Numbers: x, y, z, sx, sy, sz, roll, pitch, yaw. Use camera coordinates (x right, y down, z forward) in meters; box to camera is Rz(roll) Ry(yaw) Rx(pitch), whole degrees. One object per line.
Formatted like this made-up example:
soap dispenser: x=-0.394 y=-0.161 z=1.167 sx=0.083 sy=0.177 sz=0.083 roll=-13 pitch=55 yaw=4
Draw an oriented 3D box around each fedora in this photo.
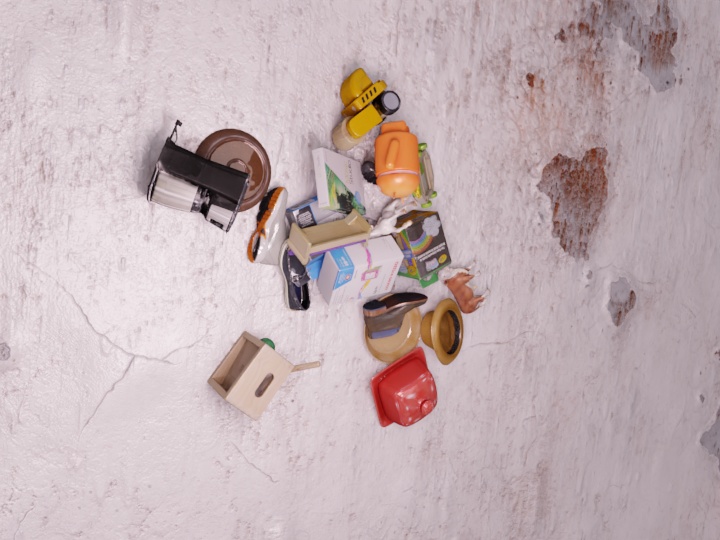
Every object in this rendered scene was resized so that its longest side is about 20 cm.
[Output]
fedora: x=0.232 y=0.178 z=1.785 sx=0.200 sy=0.081 sz=0.204 roll=-4 pitch=96 yaw=-53

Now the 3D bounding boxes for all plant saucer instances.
plant saucer: x=0.087 y=0.164 z=1.742 sx=0.198 sy=0.035 sz=0.203 roll=-4 pitch=98 yaw=-30
plant saucer: x=-0.303 y=-0.240 z=1.468 sx=0.198 sy=0.034 sz=0.203 roll=-5 pitch=100 yaw=-29

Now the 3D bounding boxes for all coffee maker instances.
coffee maker: x=-0.350 y=-0.207 z=1.355 sx=0.198 sy=0.135 sz=0.194 roll=20 pitch=99 yaw=-15

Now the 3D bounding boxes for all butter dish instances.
butter dish: x=0.149 y=0.357 z=1.725 sx=0.199 sy=0.147 sz=0.201 roll=-29 pitch=124 yaw=-24

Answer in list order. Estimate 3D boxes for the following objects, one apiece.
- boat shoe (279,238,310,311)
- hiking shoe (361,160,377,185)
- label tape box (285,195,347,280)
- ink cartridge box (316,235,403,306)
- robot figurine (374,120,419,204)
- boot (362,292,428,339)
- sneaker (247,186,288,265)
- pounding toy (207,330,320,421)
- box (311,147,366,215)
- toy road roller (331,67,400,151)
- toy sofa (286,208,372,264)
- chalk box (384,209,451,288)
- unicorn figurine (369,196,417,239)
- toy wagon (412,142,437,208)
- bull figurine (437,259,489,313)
boat shoe: x=-0.160 y=0.014 z=1.541 sx=0.074 sy=0.062 sz=0.203 roll=-29 pitch=124 yaw=-47
hiking shoe: x=0.079 y=-0.281 z=1.660 sx=0.199 sy=0.075 sz=0.102 roll=10 pitch=83 yaw=-44
label tape box: x=-0.094 y=-0.091 z=1.588 sx=0.142 sy=0.066 sz=0.202 roll=-28 pitch=108 yaw=-24
ink cartridge box: x=0.000 y=0.000 z=1.605 sx=0.198 sy=0.085 sz=0.145 roll=-14 pitch=143 yaw=-28
robot figurine: x=0.092 y=-0.274 z=1.547 sx=0.115 sy=0.144 sz=0.203 roll=0 pitch=83 yaw=-22
boot: x=0.097 y=0.123 z=1.690 sx=0.198 sy=0.075 sz=0.098 roll=-11 pitch=113 yaw=-21
sneaker: x=-0.212 y=-0.108 z=1.522 sx=0.091 sy=0.075 sz=0.202 roll=17 pitch=95 yaw=-39
pounding toy: x=-0.236 y=0.249 z=1.483 sx=0.142 sy=0.183 sz=0.201 roll=43 pitch=76 yaw=-27
box: x=-0.051 y=-0.219 z=1.536 sx=0.199 sy=0.036 sz=0.146 roll=2 pitch=80 yaw=-62
toy road roller: x=-0.009 y=-0.420 z=1.566 sx=0.200 sy=0.123 sz=0.146 roll=-44 pitch=102 yaw=-20
toy sofa: x=-0.076 y=-0.073 z=1.484 sx=0.198 sy=0.083 sz=0.098 roll=-16 pitch=141 yaw=-35
chalk box: x=0.163 y=-0.054 z=1.708 sx=0.124 sy=0.124 sz=0.202 roll=-25 pitch=109 yaw=-25
unicorn figurine: x=0.074 y=-0.136 z=1.631 sx=0.074 sy=0.136 sz=0.200 roll=61 pitch=32 yaw=-11
toy wagon: x=0.165 y=-0.251 z=1.664 sx=0.200 sy=0.039 sz=0.157 roll=-56 pitch=137 yaw=-55
bull figurine: x=0.312 y=0.042 z=1.827 sx=0.120 sy=0.065 sz=0.201 roll=-27 pitch=121 yaw=11
